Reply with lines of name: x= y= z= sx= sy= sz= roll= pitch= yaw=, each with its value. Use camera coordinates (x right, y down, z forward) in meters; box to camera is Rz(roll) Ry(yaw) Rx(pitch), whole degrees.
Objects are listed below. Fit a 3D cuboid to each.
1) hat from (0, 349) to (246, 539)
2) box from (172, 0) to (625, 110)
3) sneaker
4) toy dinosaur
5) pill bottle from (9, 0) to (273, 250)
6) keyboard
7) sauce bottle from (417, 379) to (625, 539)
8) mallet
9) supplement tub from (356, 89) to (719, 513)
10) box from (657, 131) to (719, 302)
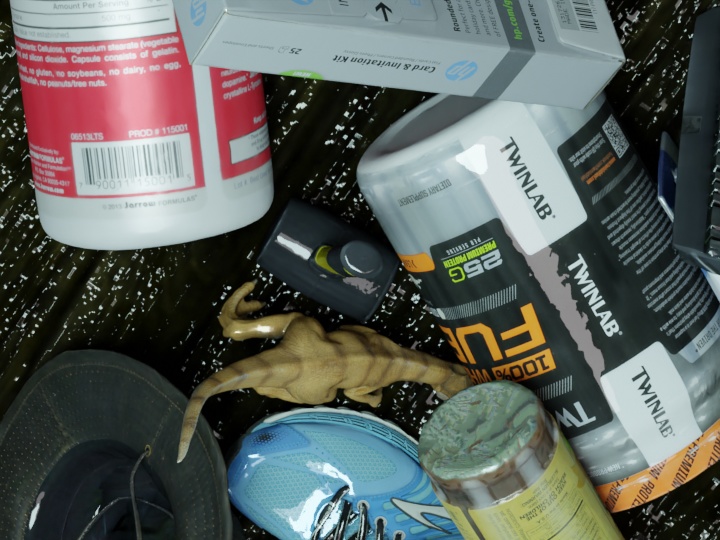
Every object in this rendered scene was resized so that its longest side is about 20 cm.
hat: x=-0.107 y=0.136 z=1.397 sx=0.081 sy=0.201 sz=0.201 roll=12 pitch=111 yaw=-45
box: x=0.005 y=-0.150 z=1.259 sx=0.200 sy=0.156 sz=0.041 roll=5 pitch=143 yaw=-31
sneaker: x=0.025 y=0.133 z=1.402 sx=0.200 sy=0.090 sz=0.079 roll=26 pitch=105 yaw=-5
toy dinosaur: x=-0.031 y=0.043 z=1.365 sx=0.200 sy=0.106 sz=0.061 roll=-4 pitch=102 yaw=-37
pill bottle: x=-0.104 y=-0.118 z=1.331 sx=0.112 sy=0.112 sz=0.200 roll=-5 pitch=104 yaw=4
keyboard: x=0.206 y=-0.053 z=1.294 sx=0.127 sy=0.200 sz=0.021 roll=13 pitch=129 yaw=0
sauce bottle: x=0.091 y=0.135 z=1.331 sx=0.065 sy=0.065 sz=0.200 roll=-24 pitch=129 yaw=8
mallet: x=0.000 y=0.000 z=1.317 sx=0.066 sy=0.200 sz=0.041 roll=29 pitch=88 yaw=-12
supplement tub: x=0.095 y=0.005 z=1.349 sx=0.122 sy=0.123 sz=0.200 roll=-29 pitch=101 yaw=10
box: x=0.206 y=0.025 z=1.349 sx=0.048 sy=0.122 sz=0.200 roll=-28 pitch=102 yaw=14
